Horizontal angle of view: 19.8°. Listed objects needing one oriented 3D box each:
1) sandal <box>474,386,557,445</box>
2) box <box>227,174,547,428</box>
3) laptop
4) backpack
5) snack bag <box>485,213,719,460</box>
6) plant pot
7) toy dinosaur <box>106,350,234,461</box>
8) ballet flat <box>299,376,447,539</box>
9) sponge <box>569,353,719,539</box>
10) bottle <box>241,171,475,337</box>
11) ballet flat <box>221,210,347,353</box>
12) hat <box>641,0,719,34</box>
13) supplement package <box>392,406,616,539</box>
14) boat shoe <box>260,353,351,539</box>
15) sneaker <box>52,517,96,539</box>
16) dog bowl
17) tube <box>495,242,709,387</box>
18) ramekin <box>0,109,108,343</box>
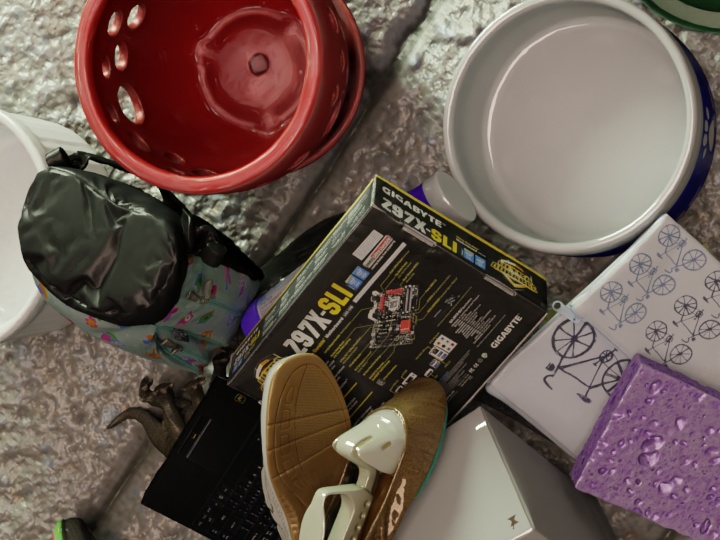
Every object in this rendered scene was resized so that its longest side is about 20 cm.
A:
[{"bbox_3d":[0.111,0.075,1.654,0.200,0.043,0.076,37,112,4],"label":"sandal"},{"bbox_3d":[0.020,0.047,1.537,0.159,0.049,0.200,31,120,-14],"label":"box"},{"bbox_3d":[-0.071,0.210,1.640,0.200,0.103,0.177,28,129,-7],"label":"laptop"},{"bbox_3d":[-0.166,0.002,1.597,0.167,0.200,0.127,35,91,25],"label":"backpack"},{"bbox_3d":[0.217,0.073,1.577,0.200,0.021,0.189,-43,121,12],"label":"snack bag"},{"bbox_3d":[-0.102,-0.161,1.609,0.200,0.182,0.201,1,94,13],"label":"plant pot"},{"bbox_3d":[-0.129,0.130,1.695,0.200,0.077,0.102,-19,107,22],"label":"toy dinosaur"},{"bbox_3d":[-0.001,0.162,1.489,0.068,0.072,0.200,19,82,48],"label":"ballet flat"},{"bbox_3d":[0.271,0.153,1.581,0.200,0.030,0.112,24,102,-14],"label":"sponge"},{"bbox_3d":[0.000,0.000,1.588,0.200,0.084,0.065,-38,82,23],"label":"bottle"},{"bbox_3d":[-0.037,0.006,1.684,0.200,0.067,0.057,-30,127,16],"label":"ballet flat"},{"bbox_3d":[0.272,-0.255,1.509,0.200,0.176,0.166,15,98,13],"label":"hat"},{"bbox_3d":[0.110,0.214,1.566,0.121,0.200,0.120,-34,49,14],"label":"supplement package"},{"bbox_3d":[-0.046,0.151,1.542,0.071,0.069,0.201,-15,111,-22],"label":"boat shoe"},{"bbox_3d":[-0.178,0.275,1.734,0.200,0.077,0.084,42,86,4],"label":"sneaker"},{"bbox_3d":[0.169,-0.110,1.581,0.200,0.079,0.201,-1,86,23],"label":"dog bowl"},{"bbox_3d":[0.191,0.046,1.605,0.200,0.052,0.058,-19,129,-8],"label":"tube"},{"bbox_3d":[-0.294,-0.036,1.689,0.200,0.098,0.201,0,90,34],"label":"ramekin"}]
